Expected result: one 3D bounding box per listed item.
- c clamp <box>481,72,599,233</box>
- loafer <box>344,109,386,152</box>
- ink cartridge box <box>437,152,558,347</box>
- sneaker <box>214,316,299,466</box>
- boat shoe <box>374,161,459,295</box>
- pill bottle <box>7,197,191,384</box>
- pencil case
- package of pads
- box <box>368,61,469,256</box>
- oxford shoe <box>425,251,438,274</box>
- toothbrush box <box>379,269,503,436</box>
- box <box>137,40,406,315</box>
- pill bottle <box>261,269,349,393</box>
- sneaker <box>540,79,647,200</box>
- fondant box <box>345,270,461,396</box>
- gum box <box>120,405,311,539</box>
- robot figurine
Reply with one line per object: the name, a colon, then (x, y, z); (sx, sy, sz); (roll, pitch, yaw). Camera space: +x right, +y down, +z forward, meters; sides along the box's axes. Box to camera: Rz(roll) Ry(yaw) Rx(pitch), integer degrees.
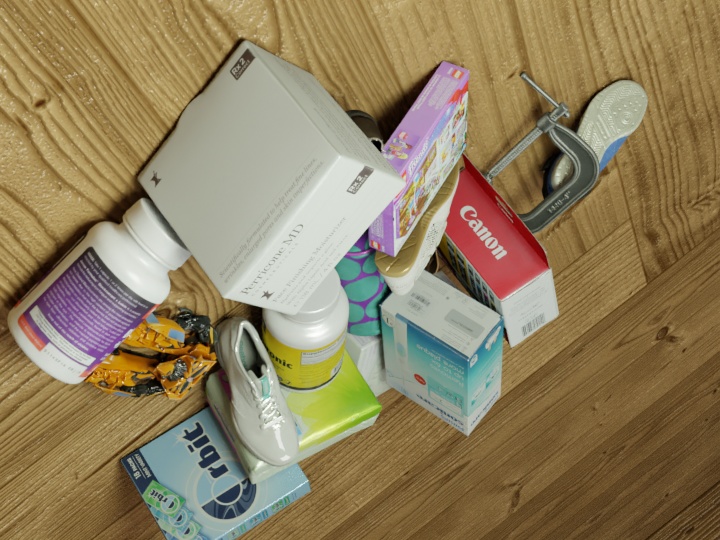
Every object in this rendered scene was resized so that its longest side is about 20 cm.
c clamp: (0.223, -0.144, 1.844); (0.200, 0.170, 0.027); (-49, -171, 33)
loafer: (-0.035, -0.081, 1.538); (0.073, 0.071, 0.201); (19, 102, -28)
ink cartridge box: (0.165, -0.029, 1.827); (0.084, 0.200, 0.176); (-33, 149, -7)
sneaker: (-0.128, 0.154, 1.752); (0.075, 0.201, 0.088); (-24, -178, -22)
boat shoe: (0.071, -0.057, 1.737); (0.070, 0.070, 0.201); (75, 36, -51)
pill bottle: (-0.278, 0.019, 1.513); (0.200, 0.112, 0.111); (-44, 148, 9)
pencil case: (0.000, 0.000, 1.805); (0.092, 0.085, 0.200); (-17, 146, -5)
package of pads: (-0.094, 0.171, 1.862); (0.199, 0.155, 0.068); (-24, 156, -19)
box: (0.070, -0.134, 1.664); (0.200, 0.039, 0.137); (-56, 159, -31)
oxford shoe: (0.062, -0.057, 1.811); (0.071, 0.071, 0.200); (-37, 145, 1)
toothbrush box: (0.109, 0.109, 1.858); (0.085, 0.146, 0.201); (-47, 155, -24)
box: (-0.097, -0.095, 1.470); (0.199, 0.200, 0.130); (-49, 148, 17)
pill bottle: (-0.071, 0.066, 1.767); (0.111, 0.112, 0.200); (-26, 155, -19)
sneaker: (0.319, -0.172, 1.934); (0.201, 0.077, 0.111); (-57, -179, -15)
fondant box: (0.048, 0.102, 1.993); (0.199, 0.058, 0.145); (-27, 148, -33)
gum box: (-0.195, 0.275, 1.870); (0.199, 0.170, 0.045); (-31, 155, -12)
robot figurine: (-0.257, 0.107, 1.699); (0.145, 0.058, 0.200); (-46, 147, 14)
